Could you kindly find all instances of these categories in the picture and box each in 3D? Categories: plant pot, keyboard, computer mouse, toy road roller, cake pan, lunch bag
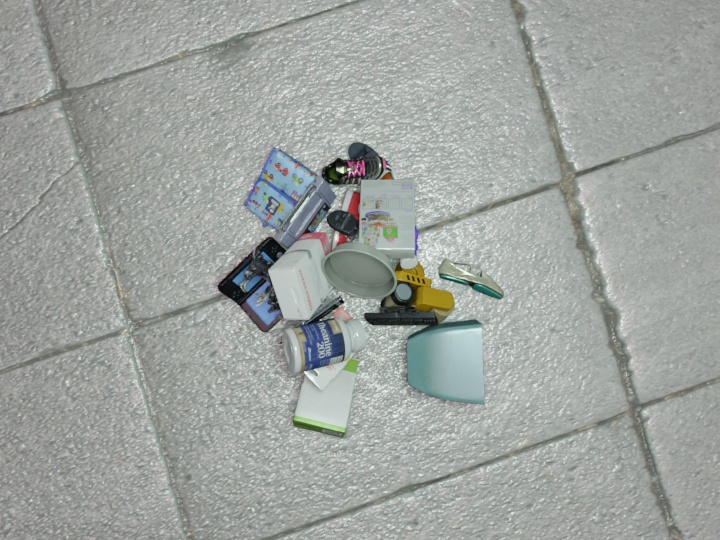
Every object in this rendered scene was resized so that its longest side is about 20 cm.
[{"bbox_3d":[0.220,0.237,1.432,0.195,0.196,0.202,-2,88,7],"label":"plant pot"},{"bbox_3d":[0.104,0.124,1.435,0.195,0.128,0.021,-3,61,19],"label":"keyboard"},{"bbox_3d":[-0.001,-0.101,1.431,0.197,0.034,0.059,29,68,10],"label":"computer mouse"},{"bbox_3d":[0.153,0.050,1.464,0.196,0.123,0.149,14,63,-12],"label":"toy road roller"},{"bbox_3d":[0.000,0.000,1.371,0.196,0.202,0.037,18,55,0],"label":"cake pan"},{"bbox_3d":[-0.219,-0.208,1.491,0.149,0.094,0.202,33,100,0],"label":"lunch bag"}]

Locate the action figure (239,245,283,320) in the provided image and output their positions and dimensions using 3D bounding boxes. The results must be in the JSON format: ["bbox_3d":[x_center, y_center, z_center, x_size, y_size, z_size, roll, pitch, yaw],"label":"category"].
[{"bbox_3d":[-0.249,0.040,1.386,0.101,0.119,0.202,-33,126,-13],"label":"action figure"}]

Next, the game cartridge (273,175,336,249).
[{"bbox_3d":[-0.144,-0.146,1.460,0.038,0.130,0.202,35,88,23],"label":"game cartridge"}]

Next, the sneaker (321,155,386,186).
[{"bbox_3d":[-0.024,-0.264,1.440,0.197,0.087,0.076,-3,90,36],"label":"sneaker"}]

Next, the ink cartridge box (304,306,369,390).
[{"bbox_3d":[-0.083,0.212,1.447,0.116,0.068,0.200,44,64,0],"label":"ink cartridge box"}]

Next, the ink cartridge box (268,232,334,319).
[{"bbox_3d":[-0.142,0.011,1.395,0.081,0.201,0.149,-2,117,25],"label":"ink cartridge box"}]

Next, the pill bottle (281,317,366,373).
[{"bbox_3d":[-0.089,0.181,1.354,0.196,0.111,0.114,-11,89,-25],"label":"pill bottle"}]

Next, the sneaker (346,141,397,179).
[{"bbox_3d":[0.040,-0.284,1.493,0.078,0.079,0.200,-44,88,-1],"label":"sneaker"}]

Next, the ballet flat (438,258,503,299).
[{"bbox_3d":[0.314,0.018,1.499,0.196,0.067,0.064,20,78,-1],"label":"ballet flat"}]

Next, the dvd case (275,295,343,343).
[{"bbox_3d":[-0.130,0.132,1.441,0.198,0.149,0.016,-35,83,-2],"label":"dvd case"}]

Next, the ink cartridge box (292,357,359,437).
[{"bbox_3d":[-0.091,0.334,1.479,0.144,0.076,0.204,13,62,-1],"label":"ink cartridge box"}]

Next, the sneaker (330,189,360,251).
[{"bbox_3d":[-0.012,-0.114,1.490,0.110,0.071,0.205,15,86,2],"label":"sneaker"}]

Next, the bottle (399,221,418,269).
[{"bbox_3d":[0.114,-0.101,1.451,0.081,0.066,0.204,-2,56,-8],"label":"bottle"}]

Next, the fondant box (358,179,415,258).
[{"bbox_3d":[0.069,-0.134,1.393,0.141,0.059,0.204,0,66,4],"label":"fondant box"}]

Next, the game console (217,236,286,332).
[{"bbox_3d":[-0.253,0.041,1.460,0.200,0.173,0.119,-43,62,-3],"label":"game console"}]
